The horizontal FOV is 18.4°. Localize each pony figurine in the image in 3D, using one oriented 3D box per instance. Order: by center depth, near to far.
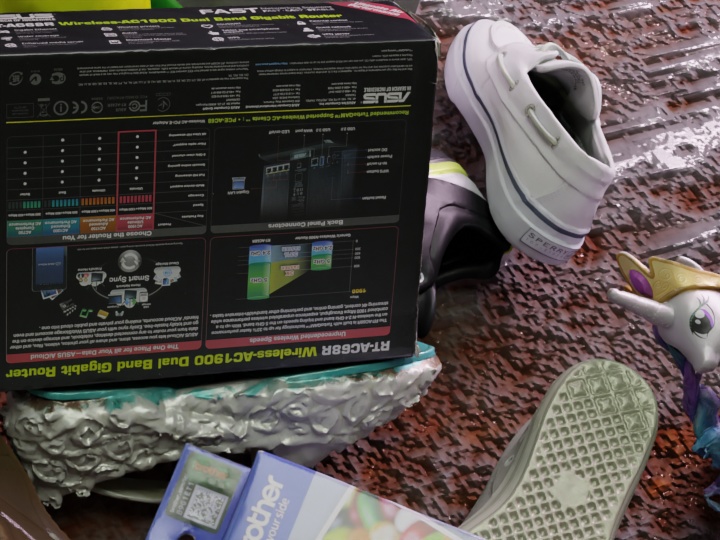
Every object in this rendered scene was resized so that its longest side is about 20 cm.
[{"bbox_3d":[0.222,0.059,1.009,0.193,0.167,0.200,-10,57,-35],"label":"pony figurine"}]

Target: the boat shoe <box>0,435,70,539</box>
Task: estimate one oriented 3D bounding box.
[{"bbox_3d":[-0.150,0.134,0.901,0.200,0.065,0.072,51,17,29],"label":"boat shoe"}]

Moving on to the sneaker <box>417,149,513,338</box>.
[{"bbox_3d":[0.000,0.000,1.066,0.200,0.072,0.083,-28,62,-36],"label":"sneaker"}]

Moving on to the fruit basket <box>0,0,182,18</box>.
[{"bbox_3d":[-0.166,-0.109,1.025,0.215,0.216,0.156,-26,58,-35],"label":"fruit basket"}]

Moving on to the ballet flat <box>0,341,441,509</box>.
[{"bbox_3d":[-0.062,0.068,0.992,0.200,0.072,0.072,-4,49,-19],"label":"ballet flat"}]

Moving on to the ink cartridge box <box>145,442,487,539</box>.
[{"bbox_3d":[-0.002,0.154,0.911,0.200,0.042,0.119,21,72,6],"label":"ink cartridge box"}]

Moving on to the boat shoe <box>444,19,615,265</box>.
[{"bbox_3d":[0.097,-0.082,1.152,0.074,0.067,0.200,25,29,-27],"label":"boat shoe"}]

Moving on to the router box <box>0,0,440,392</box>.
[{"bbox_3d":[-0.070,-0.033,0.950,0.200,0.150,0.062,-3,23,-18],"label":"router box"}]

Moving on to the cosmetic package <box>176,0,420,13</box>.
[{"bbox_3d":[-0.027,-0.159,1.117,0.107,0.200,0.085,2,49,-19],"label":"cosmetic package"}]

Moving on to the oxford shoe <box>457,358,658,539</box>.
[{"bbox_3d":[0.071,0.127,0.984,0.075,0.058,0.200,32,61,2],"label":"oxford shoe"}]
